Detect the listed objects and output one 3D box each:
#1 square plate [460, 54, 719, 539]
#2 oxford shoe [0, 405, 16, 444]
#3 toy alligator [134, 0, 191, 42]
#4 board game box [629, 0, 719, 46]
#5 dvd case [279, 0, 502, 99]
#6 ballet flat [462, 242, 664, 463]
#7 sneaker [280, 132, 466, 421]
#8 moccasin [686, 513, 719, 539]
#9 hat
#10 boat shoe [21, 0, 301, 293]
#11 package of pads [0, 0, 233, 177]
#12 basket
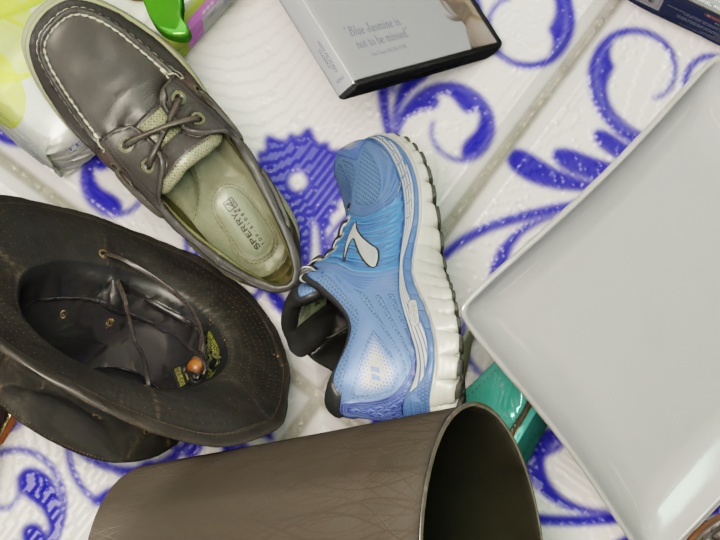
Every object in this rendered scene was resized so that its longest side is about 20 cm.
[{"bbox_3d":[0.168,0.022,1.064,0.198,0.028,0.200,-43,115,-12],"label":"square plate"},{"bbox_3d":[-0.234,0.116,1.068,0.071,0.073,0.201,15,80,3],"label":"oxford shoe"},{"bbox_3d":[-0.141,-0.207,1.065,0.054,0.059,0.200,-40,81,-7],"label":"toy alligator"},{"bbox_3d":[0.257,-0.212,1.136,0.200,0.062,0.200,26,80,5],"label":"board game box"},{"bbox_3d":[-0.015,-0.192,1.106,0.143,0.018,0.200,-22,77,-50],"label":"dvd case"},{"bbox_3d":[0.097,0.034,1.091,0.070,0.067,0.200,34,79,20],"label":"ballet flat"},{"bbox_3d":[0.000,0.000,1.051,0.089,0.079,0.200,-6,41,-3],"label":"sneaker"},{"bbox_3d":[0.263,0.122,1.074,0.201,0.078,0.074,-28,96,-9],"label":"moccasin"},{"bbox_3d":[-0.138,0.047,1.055,0.200,0.201,0.081,37,117,6],"label":"hat"},{"bbox_3d":[-0.096,-0.065,1.064,0.072,0.066,0.201,-43,114,-6],"label":"boat shoe"},{"bbox_3d":[-0.154,-0.170,1.124,0.154,0.068,0.200,41,83,8],"label":"package of pads"},{"bbox_3d":[-0.026,0.153,1.001,0.199,0.136,0.181,-2,107,28],"label":"basket"}]
